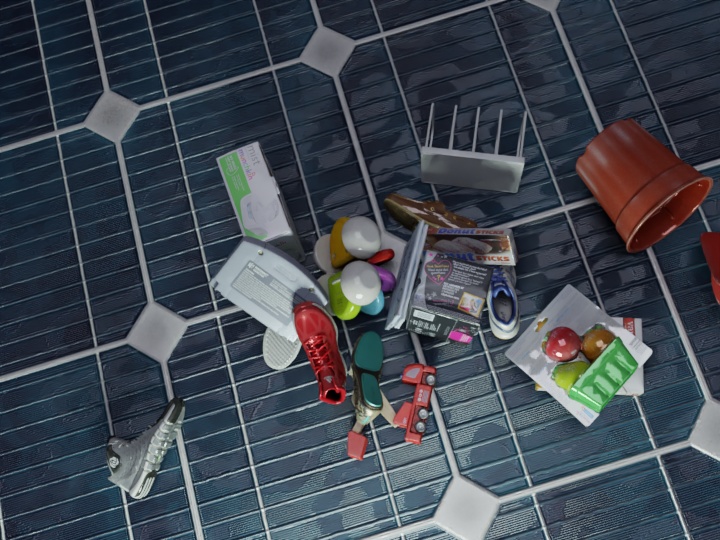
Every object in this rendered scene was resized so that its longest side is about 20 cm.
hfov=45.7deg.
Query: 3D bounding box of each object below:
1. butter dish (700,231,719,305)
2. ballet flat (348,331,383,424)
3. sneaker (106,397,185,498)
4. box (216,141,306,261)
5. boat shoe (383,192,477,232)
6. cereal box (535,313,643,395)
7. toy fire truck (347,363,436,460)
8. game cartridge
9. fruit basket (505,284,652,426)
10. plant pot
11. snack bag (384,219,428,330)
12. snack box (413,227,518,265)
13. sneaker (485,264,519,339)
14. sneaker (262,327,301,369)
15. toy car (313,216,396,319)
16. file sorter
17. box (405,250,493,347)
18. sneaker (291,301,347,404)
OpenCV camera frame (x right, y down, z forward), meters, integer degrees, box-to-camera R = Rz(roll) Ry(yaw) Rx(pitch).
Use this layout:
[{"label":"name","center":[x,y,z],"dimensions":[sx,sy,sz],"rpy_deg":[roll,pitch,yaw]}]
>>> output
[{"label":"butter dish","center":[0.734,0.031,1.589],"dimensions":[0.198,0.149,0.200],"rpy_deg":[5,33,8]},{"label":"ballet flat","center":[0.006,0.206,1.618],"dimensions":[0.067,0.076,0.201],"rpy_deg":[20,38,-18]},{"label":"sneaker","center":[-0.423,0.320,1.631],"dimensions":[0.115,0.075,0.201],"rpy_deg":[22,77,13]},{"label":"box","center":[-0.191,-0.120,1.688],"dimensions":[0.096,0.177,0.202],"rpy_deg":[-21,73,0]},{"label":"boat shoe","center":[0.142,-0.106,1.715],"dimensions":[0.199,0.072,0.068],"rpy_deg":[27,72,5]},{"label":"cereal box","center":[0.433,0.159,1.623],"dimensions":[0.198,0.040,0.145],"rpy_deg":[1,75,5]},{"label":"toy fire truck","center":[0.060,0.266,1.618],"dimensions":[0.140,0.049,0.202],"rpy_deg":[11,74,10]},{"label":"game cartridge","center":[-0.164,0.031,1.590],"dimensions":[0.199,0.042,0.133],"rpy_deg":[37,102,-15]},{"label":"fruit basket","center":[0.400,0.154,1.574],"dimensions":[0.185,0.094,0.200],"rpy_deg":[-47,62,-6]},{"label":"plant pot","center":[0.532,-0.174,1.646],"dimensions":[0.200,0.201,0.196],"rpy_deg":[-32,65,-5]},{"label":"snack bag","center":[0.085,0.019,1.615],"dimensions":[0.021,0.200,0.190],"rpy_deg":[15,76,-3]},{"label":"snack box","center":[0.202,-0.048,1.651],"dimensions":[0.198,0.072,0.024],"rpy_deg":[3,41,31]},{"label":"sneaker","center":[0.272,0.027,1.652],"dimensions":[0.074,0.088,0.202],"rpy_deg":[-13,71,3]},{"label":"sneaker","center":[-0.137,0.092,1.679],"dimensions":[0.078,0.079,0.202],"rpy_deg":[16,100,6]},{"label":"toy car","center":[0.000,0.000,1.663],"dimensions":[0.149,0.175,0.202],"rpy_deg":[11,70,-30]},{"label":"file sorter","center":[0.227,-0.249,1.714],"dimensions":[0.198,0.139,0.126],"rpy_deg":[7,71,7]},{"label":"box","center":[0.161,0.054,1.590],"dimensions":[0.131,0.200,0.116],"rpy_deg":[15,74,4]},{"label":"sneaker","center":[-0.065,0.159,1.573],"dimensions":[0.078,0.201,0.116],"rpy_deg":[-25,29,3]}]
